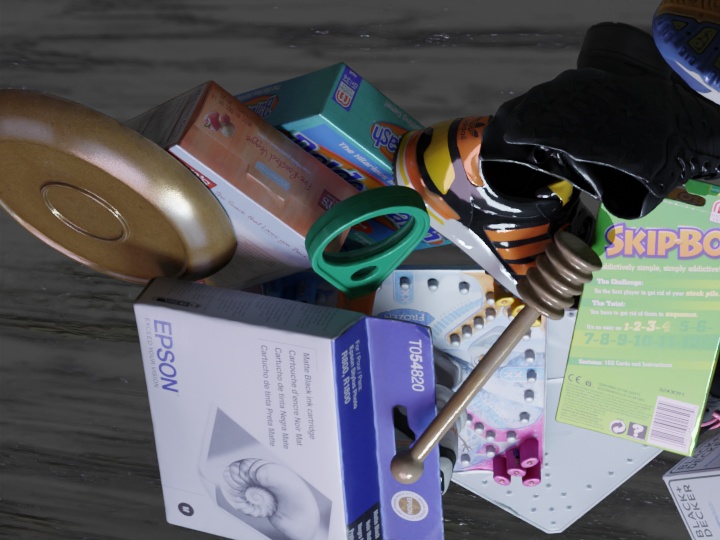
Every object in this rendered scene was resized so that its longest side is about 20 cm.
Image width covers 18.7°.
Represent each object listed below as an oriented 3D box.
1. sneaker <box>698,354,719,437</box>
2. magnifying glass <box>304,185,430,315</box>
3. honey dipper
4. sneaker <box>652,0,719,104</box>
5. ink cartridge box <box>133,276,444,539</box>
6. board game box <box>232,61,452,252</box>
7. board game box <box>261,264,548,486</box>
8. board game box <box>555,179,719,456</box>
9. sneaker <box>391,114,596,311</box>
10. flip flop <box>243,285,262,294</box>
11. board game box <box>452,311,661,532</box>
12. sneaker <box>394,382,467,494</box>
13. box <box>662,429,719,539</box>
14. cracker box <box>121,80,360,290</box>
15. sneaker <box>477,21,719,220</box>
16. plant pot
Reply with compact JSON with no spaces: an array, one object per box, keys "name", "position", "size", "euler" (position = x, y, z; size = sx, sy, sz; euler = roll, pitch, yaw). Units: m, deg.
[{"name":"sneaker","position":[0.243,0.079,1.502],"size":[0.199,0.096,0.079],"euler":[13,157,-9]},{"name":"magnifying glass","position":[0.000,0.000,1.407],"size":[0.079,0.022,0.200],"euler":[-17,156,-12]},{"name":"honey dipper","position":[0.082,0.060,1.403],"size":[0.038,0.200,0.038],"euler":[32,-159,-14]},{"name":"sneaker","position":[0.241,-0.087,1.164],"size":[0.200,0.075,0.088],"euler":[23,158,-3]},{"name":"ink cartridge box","position":[-0.046,0.107,1.465],"size":[0.199,0.041,0.200],"euler":[9,127,19]},{"name":"board game box","position":[-0.026,-0.066,1.484],"size":[0.152,0.045,0.200],"euler":[36,153,-28]},{"name":"board game box","position":[0.034,0.080,1.557],"size":[0.199,0.026,0.200],"euler":[0,130,3]},{"name":"board game box","position":[0.189,0.023,1.405],"size":[0.095,0.030,0.200],"euler":[14,124,10]},{"name":"sneaker","position":[0.116,-0.035,1.401],"size":[0.200,0.070,0.090],"euler":[32,147,-32]},{"name":"flip flop","position":[-0.070,-0.016,1.624],"size":[0.081,0.058,0.200],"euler":[-15,121,41]},{"name":"board game box","position":[0.131,0.092,1.607],"size":[0.200,0.026,0.200],"euler":[30,126,-22]},{"name":"sneaker","position":[-0.020,0.141,1.544],"size":[0.200,0.080,0.074],"euler":[-21,128,22]},{"name":"box","position":[0.322,0.135,1.533],"size":[0.200,0.117,0.060],"euler":[-16,105,57]},{"name":"cracker box","position":[-0.107,-0.048,1.467],"size":[0.134,0.058,0.200],"euler":[37,154,-22]},{"name":"sneaker","position":[0.168,-0.066,1.235],"size":[0.199,0.104,0.060],"euler":[29,156,-19]},{"name":"plant pot","position":[-0.177,-0.047,1.437],"size":[0.200,0.028,0.200],"euler":[22,154,11]}]
